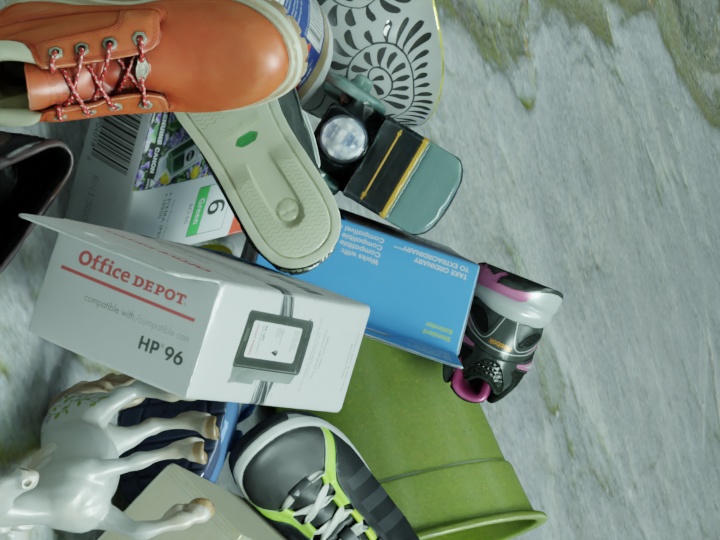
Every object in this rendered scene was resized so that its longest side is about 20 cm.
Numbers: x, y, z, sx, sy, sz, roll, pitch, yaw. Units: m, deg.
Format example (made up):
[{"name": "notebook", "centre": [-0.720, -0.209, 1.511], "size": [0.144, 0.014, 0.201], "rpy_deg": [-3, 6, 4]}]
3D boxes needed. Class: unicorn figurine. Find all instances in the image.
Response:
[{"name": "unicorn figurine", "centre": [-0.151, 0.107, 1.299], "size": [0.200, 0.137, 0.074], "rpy_deg": [-88, 172, -80]}]

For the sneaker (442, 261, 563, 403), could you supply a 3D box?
[{"name": "sneaker", "centre": [0.083, 0.048, 1.607], "size": [0.200, 0.080, 0.087], "rpy_deg": [68, 45, -83]}]

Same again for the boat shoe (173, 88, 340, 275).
[{"name": "boat shoe", "centre": [-0.069, -0.091, 1.369], "size": [0.068, 0.072, 0.201], "rpy_deg": [55, 12, -84]}]

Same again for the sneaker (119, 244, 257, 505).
[{"name": "sneaker", "centre": [-0.101, 0.080, 1.499], "size": [0.082, 0.074, 0.200], "rpy_deg": [65, 28, -47]}]

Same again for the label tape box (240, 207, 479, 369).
[{"name": "label tape box", "centre": [0.000, 0.000, 1.534], "size": [0.200, 0.144, 0.063], "rpy_deg": [-134, -117, -82]}]

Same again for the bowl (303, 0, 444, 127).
[{"name": "bowl", "centre": [-0.032, -0.181, 1.685], "size": [0.094, 0.201, 0.201], "rpy_deg": [-24, 114, -23]}]

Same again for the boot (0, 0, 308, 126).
[{"name": "boot", "centre": [-0.131, -0.110, 1.288], "size": [0.107, 0.199, 0.075], "rpy_deg": [-45, 132, -57]}]

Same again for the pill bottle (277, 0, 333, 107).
[{"name": "pill bottle", "centre": [-0.101, -0.180, 1.514], "size": [0.200, 0.111, 0.111], "rpy_deg": [48, 40, -59]}]

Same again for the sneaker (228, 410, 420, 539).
[{"name": "sneaker", "centre": [-0.002, 0.162, 1.483], "size": [0.200, 0.072, 0.083], "rpy_deg": [45, 0, -39]}]

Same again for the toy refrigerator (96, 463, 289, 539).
[{"name": "toy refrigerator", "centre": [-0.088, 0.181, 1.425], "size": [0.070, 0.076, 0.200], "rpy_deg": [43, -1, 18]}]

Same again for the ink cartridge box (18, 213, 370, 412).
[{"name": "ink cartridge box", "centre": [-0.097, 0.025, 1.285], "size": [0.200, 0.116, 0.068], "rpy_deg": [12, 96, -59]}]

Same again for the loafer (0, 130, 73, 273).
[{"name": "loafer", "centre": [-0.210, -0.020, 1.228], "size": [0.200, 0.063, 0.072], "rpy_deg": [-65, 144, -55]}]

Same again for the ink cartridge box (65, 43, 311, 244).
[{"name": "ink cartridge box", "centre": [-0.090, -0.077, 1.459], "size": [0.200, 0.050, 0.109], "rpy_deg": [-15, 129, -52]}]

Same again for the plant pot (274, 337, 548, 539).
[{"name": "plant pot", "centre": [0.013, 0.114, 1.683], "size": [0.200, 0.199, 0.191], "rpy_deg": [21, 52, -68]}]

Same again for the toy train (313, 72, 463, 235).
[{"name": "toy train", "centre": [0.009, -0.072, 1.576], "size": [0.085, 0.114, 0.200], "rpy_deg": [-58, -179, 0]}]
